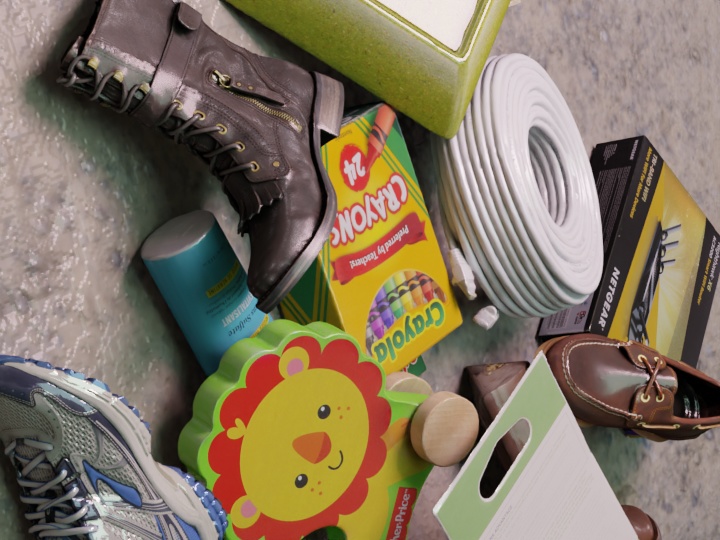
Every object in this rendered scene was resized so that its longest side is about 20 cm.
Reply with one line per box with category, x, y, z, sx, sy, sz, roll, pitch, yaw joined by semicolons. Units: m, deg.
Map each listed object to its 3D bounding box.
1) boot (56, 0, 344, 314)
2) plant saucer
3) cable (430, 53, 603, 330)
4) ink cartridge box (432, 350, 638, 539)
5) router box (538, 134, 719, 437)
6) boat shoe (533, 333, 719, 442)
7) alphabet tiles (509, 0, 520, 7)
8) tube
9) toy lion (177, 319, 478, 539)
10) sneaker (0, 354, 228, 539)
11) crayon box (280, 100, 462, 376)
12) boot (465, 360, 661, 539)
boot;-0.100;-0.082;1.024;0.173;0.069;0.201;25;45;-23
plant saucer;0.029;-0.225;1.177;0.199;0.048;0.201;30;69;-20
cable;0.117;-0.065;1.283;0.200;0.069;0.201;-11;86;-64
ink cartridge box;0.108;0.171;1.158;0.146;0.048;0.201;-52;127;-30
router box;0.232;0.014;1.449;0.157;0.052;0.201;45;52;-36
boat shoe;0.213;0.087;1.323;0.199;0.070;0.071;15;68;-46
alphabet tiles;0.042;-0.270;1.235;0.166;0.006;0.201;-22;103;-15
tube;-0.071;0.057;1.088;0.077;0.050;0.201;-46;123;-31
toy lion;-0.029;0.133;1.083;0.191;0.069;0.201;8;99;-35
sneaker;-0.151;0.123;0.956;0.200;0.077;0.086;48;55;-34
crayon box;0.000;0.000;1.175;0.127;0.051;0.201;-35;111;-48
boot;0.153;0.144;1.332;0.201;0.064;0.186;61;18;-2
